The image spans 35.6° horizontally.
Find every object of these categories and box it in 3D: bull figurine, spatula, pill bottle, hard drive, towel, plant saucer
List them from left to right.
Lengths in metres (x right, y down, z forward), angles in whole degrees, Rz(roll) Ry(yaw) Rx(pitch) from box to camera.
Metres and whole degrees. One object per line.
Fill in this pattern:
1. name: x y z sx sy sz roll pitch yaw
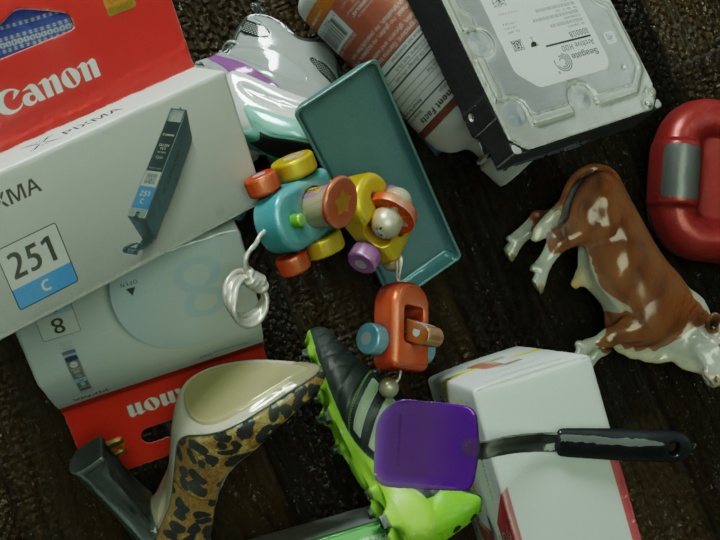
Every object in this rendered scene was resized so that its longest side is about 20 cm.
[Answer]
1. towel: -0.186 -0.110 0.694 0.144 0.024 0.202 -25 116 -26
2. plant saucer: 0.015 -0.063 0.834 0.070 0.019 0.201 -34 131 -8
3. pill bottle: 0.060 -0.161 0.813 0.200 0.112 0.112 44 82 -4
4. hard drive: 0.105 -0.176 0.753 0.139 0.038 0.201 -19 80 -29
5. spatula: 0.108 0.107 0.690 0.198 0.021 0.057 0 100 -7
6. bull figurine: 0.206 0.018 0.887 0.121 0.065 0.201 -31 87 -3

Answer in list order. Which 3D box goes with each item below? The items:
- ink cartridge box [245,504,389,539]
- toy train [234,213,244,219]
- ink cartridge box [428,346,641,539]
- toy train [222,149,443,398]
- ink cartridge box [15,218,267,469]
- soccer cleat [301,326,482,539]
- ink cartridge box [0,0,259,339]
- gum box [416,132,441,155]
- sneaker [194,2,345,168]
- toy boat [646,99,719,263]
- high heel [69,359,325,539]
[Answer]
1. ink cartridge box: -0.016 0.292 0.832 0.145 0.083 0.202 -15 89 -8
2. toy train: -0.182 -0.083 0.788 0.198 0.056 0.151 8 123 8
3. ink cartridge box: 0.118 0.137 0.802 0.083 0.200 0.146 -17 89 -5
4. toy train: 0.000 0.000 0.760 0.199 0.055 0.152 21 69 -47
5. ink cartridge box: -0.144 0.065 0.796 0.159 0.047 0.201 -18 124 -10
6. soccer cleat: 0.019 0.116 0.825 0.080 0.068 0.201 -21 52 -14
7. ink cartridge box: -0.172 -0.082 0.675 0.199 0.045 0.178 -31 118 -27
8. gum box: 0.061 -0.225 0.895 0.170 0.045 0.200 -41 92 -8
9. sneaker: -0.105 -0.149 0.862 0.198 0.078 0.141 6 66 5
10. toy boat: 0.332 -0.069 0.877 0.198 0.131 0.132 5 86 -7
11. high heel: -0.090 0.144 0.810 0.199 0.072 0.143 -25 124 12
